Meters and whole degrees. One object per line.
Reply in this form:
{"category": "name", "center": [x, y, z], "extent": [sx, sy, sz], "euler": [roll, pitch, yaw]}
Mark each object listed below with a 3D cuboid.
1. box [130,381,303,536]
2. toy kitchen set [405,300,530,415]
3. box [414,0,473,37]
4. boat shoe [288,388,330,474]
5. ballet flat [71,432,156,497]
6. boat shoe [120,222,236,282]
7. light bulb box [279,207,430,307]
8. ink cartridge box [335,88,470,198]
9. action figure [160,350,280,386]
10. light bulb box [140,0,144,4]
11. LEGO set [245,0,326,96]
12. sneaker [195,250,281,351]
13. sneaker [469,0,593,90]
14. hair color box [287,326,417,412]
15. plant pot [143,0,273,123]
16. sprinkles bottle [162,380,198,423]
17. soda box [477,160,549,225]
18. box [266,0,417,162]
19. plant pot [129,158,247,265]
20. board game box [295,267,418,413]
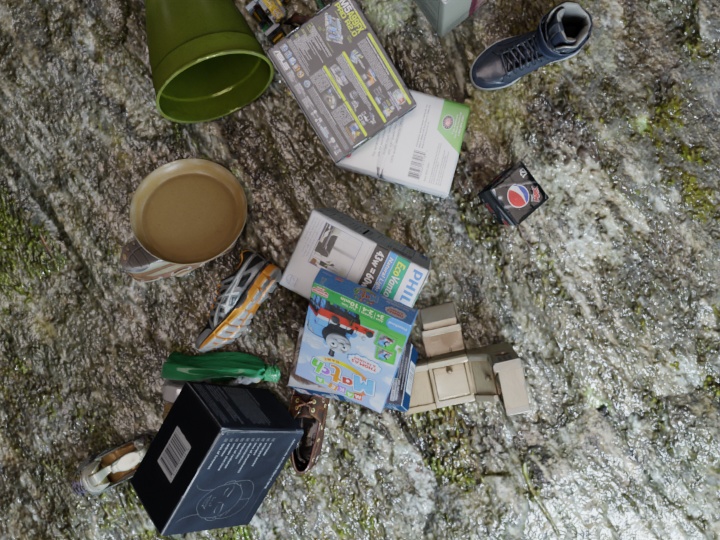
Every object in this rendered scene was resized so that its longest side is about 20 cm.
{"category": "box", "center": [-0.229, 0.302, 1.143], "extent": [0.123, 0.195, 0.203], "euler": [39, 102, 36]}
{"category": "toy kitchen set", "center": [0.150, 0.143, 1.136], "extent": [0.194, 0.180, 0.168], "euler": [-13, 91, 5]}
{"category": "box", "center": [0.133, -0.468, 1.090], "extent": [0.108, 0.200, 0.129], "euler": [-36, 91, 6]}
{"category": "boat shoe", "center": [-0.089, 0.245, 1.216], "extent": [0.068, 0.070, 0.207], "euler": [2, 92, 8]}
{"category": "ballet flat", "center": [-0.440, 0.348, 1.248], "extent": [0.197, 0.072, 0.073], "euler": [-28, 91, 6]}
{"category": "boat shoe", "center": [-0.310, -0.030, 1.218], "extent": [0.194, 0.072, 0.077], "euler": [-12, 59, -11]}
{"category": "light bulb box", "center": [0.000, 0.000, 1.122], "extent": [0.196, 0.198, 0.127], "euler": [28, 98, 3]}
{"category": "ink cartridge box", "center": [0.068, -0.219, 1.168], "extent": [0.195, 0.084, 0.150], "euler": [16, 94, 3]}
{"category": "action figure", "center": [-0.235, 0.174, 1.215], "extent": [0.194, 0.118, 0.056], "euler": [3, 108, -5]}
{"category": "light bulb box", "center": [-0.308, -0.545, 1.115], "extent": [0.196, 0.198, 0.128], "euler": [-24, 81, 6]}
{"category": "LEGO set", "center": [-0.093, -0.399, 1.153], "extent": [0.151, 0.116, 0.204], "euler": [-29, 91, 5]}
{"category": "sneaker", "center": [-0.221, 0.055, 1.218], "extent": [0.077, 0.078, 0.201], "euler": [41, 92, 14]}
{"category": "sneaker", "center": [0.269, -0.354, 1.116], "extent": [0.198, 0.146, 0.079], "euler": [-22, 93, 7]}
{"category": "hair color box", "center": [-0.012, 0.161, 1.151], "extent": [0.194, 0.061, 0.103], "euler": [6, 72, 18]}
{"category": "plant pot", "center": [-0.263, -0.379, 1.144], "extent": [0.196, 0.200, 0.198], "euler": [-22, 80, 5]}
{"category": "sprinkles bottle", "center": [-0.316, 0.297, 1.236], "extent": [0.066, 0.068, 0.207], "euler": [5, 94, 4]}
{"category": "soda box", "center": [0.234, -0.116, 1.103], "extent": [0.063, 0.200, 0.071], "euler": [-39, 90, 6]}
{"category": "box", "center": [-0.028, -0.297, 1.097], "extent": [0.158, 0.044, 0.203], "euler": [-33, 97, 4]}
{"category": "plant pot", "center": [-0.288, -0.096, 1.193], "extent": [0.194, 0.028, 0.205], "euler": [2, 64, -4]}
{"category": "board game box", "center": [-0.011, 0.107, 1.022], "extent": [0.148, 0.037, 0.203], "euler": [22, 134, 8]}
